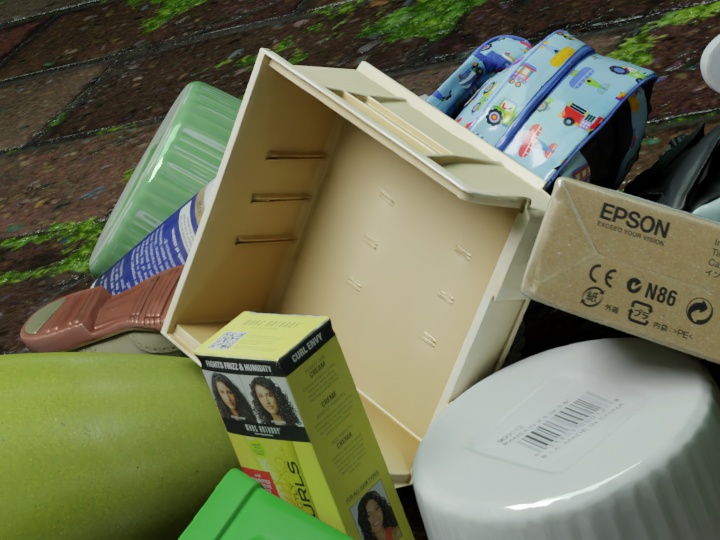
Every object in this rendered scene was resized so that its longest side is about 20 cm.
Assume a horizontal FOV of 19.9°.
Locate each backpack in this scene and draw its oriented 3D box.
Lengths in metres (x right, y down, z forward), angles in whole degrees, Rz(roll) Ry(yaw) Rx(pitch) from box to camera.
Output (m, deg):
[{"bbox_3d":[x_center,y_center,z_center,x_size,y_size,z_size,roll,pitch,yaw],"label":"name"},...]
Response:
[{"bbox_3d":[0.244,-0.029,1.343,0.200,0.127,0.167,-35,4,-40],"label":"backpack"},{"bbox_3d":[0.099,-0.075,1.335,0.183,0.134,0.200,-45,-8,-23],"label":"backpack"}]

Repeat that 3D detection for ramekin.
[{"bbox_3d":[-0.137,-0.054,1.651,0.201,0.097,0.200,-58,10,17],"label":"ramekin"},{"bbox_3d":[0.126,0.123,1.159,0.199,0.098,0.201,-19,24,8],"label":"ramekin"}]

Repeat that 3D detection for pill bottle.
[{"bbox_3d":[-0.132,0.027,1.517,0.200,0.116,0.116,-38,16,24],"label":"pill bottle"}]

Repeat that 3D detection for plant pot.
[{"bbox_3d":[-0.161,0.129,1.338,0.199,0.189,0.187,-13,20,-15],"label":"plant pot"}]

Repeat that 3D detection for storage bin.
[{"bbox_3d":[0.000,0.000,1.254,0.093,0.201,0.198,-2,31,-48],"label":"storage bin"}]

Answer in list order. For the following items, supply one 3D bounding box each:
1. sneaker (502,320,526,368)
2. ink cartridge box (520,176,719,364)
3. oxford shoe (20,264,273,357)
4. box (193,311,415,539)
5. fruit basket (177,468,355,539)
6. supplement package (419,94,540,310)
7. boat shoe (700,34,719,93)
[{"bbox_3d":[0.036,0.068,1.390,0.200,0.075,0.080,-37,27,-33],"label":"sneaker"},{"bbox_3d":[0.207,0.013,1.168,0.199,0.076,0.165,19,5,15],"label":"ink cartridge box"},{"bbox_3d":[-0.138,0.046,1.433,0.199,0.074,0.071,-9,30,27],"label":"oxford shoe"},{"bbox_3d":[-0.023,0.121,1.163,0.075,0.201,0.050,3,32,43],"label":"box"},{"bbox_3d":[-0.112,0.220,1.122,0.214,0.156,0.216,-3,32,2],"label":"fruit basket"},{"bbox_3d":[0.043,-0.037,1.553,0.119,0.122,0.200,-24,23,-6],"label":"supplement package"},{"bbox_3d":[0.362,-0.196,1.683,0.199,0.072,0.066,-26,19,-10],"label":"boat shoe"}]
